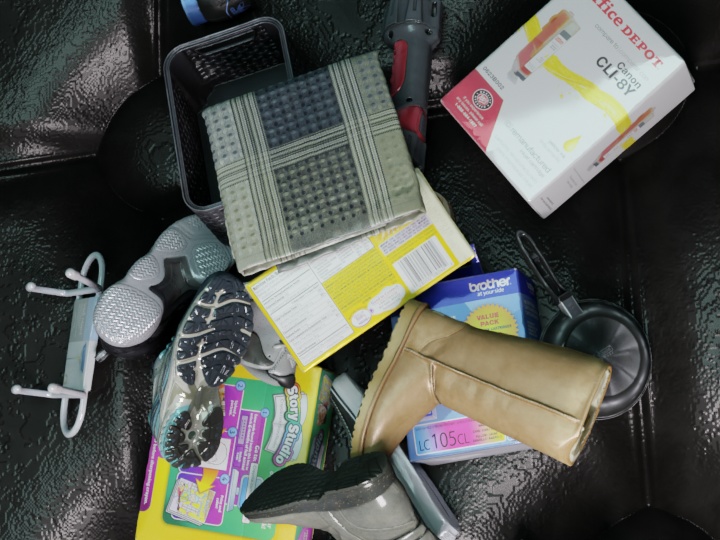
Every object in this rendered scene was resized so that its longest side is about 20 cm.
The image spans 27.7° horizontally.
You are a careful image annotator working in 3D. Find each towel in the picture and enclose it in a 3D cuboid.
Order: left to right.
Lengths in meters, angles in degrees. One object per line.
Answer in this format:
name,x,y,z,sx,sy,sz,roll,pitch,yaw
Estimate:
towel,-0.047,-0.100,1.400,0.192,0.035,0.201,-18,61,7

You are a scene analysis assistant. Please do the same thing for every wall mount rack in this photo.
wall mount rack,-0.308,0.071,1.524,0.174,0.074,0.201,-10,72,59

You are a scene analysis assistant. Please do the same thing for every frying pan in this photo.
frying pan,0.219,0.046,1.387,0.114,0.031,0.191,-7,82,-12

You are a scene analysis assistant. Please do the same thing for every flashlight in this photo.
flashlight,0.039,-0.185,1.478,0.068,0.068,0.201,16,60,-21

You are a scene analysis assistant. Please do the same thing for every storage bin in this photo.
storage bin,-0.114,-0.142,1.505,0.135,0.094,0.201,-17,63,10

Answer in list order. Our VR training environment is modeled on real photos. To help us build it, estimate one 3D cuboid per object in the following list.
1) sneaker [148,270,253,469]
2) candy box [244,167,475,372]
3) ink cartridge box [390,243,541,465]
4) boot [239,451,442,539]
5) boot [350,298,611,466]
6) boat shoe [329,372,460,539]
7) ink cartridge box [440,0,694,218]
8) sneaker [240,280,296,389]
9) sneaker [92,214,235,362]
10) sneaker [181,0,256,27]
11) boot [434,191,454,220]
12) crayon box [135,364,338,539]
sneaker,-0.169,0.087,1.424,0.086,0.077,0.201,37,114,49
candy box,0.000,0.000,1.392,0.200,0.026,0.102,-34,88,2
ink cartridge box,0.106,0.080,1.420,0.136,0.076,0.201,-12,75,16
boot,-0.016,0.246,1.369,0.200,0.068,0.131,-16,114,42
boot,0.106,0.131,1.336,0.199,0.066,0.176,21,91,19
boat shoe,0.016,0.193,1.425,0.071,0.072,0.200,-36,66,6
ink cartridge box,0.203,-0.174,1.430,0.200,0.083,0.145,-41,70,7
sneaker,-0.051,0.059,1.440,0.199,0.075,0.116,-15,57,18
sneaker,-0.208,0.021,1.537,0.075,0.114,0.200,45,60,5
sneaker,-0.165,-0.368,1.604,0.078,0.070,0.201,-13,82,12
boot,-0.013,-0.035,1.466,0.199,0.107,0.075,-25,74,14
crayon box,-0.125,0.189,1.485,0.172,0.058,0.201,6,80,18
